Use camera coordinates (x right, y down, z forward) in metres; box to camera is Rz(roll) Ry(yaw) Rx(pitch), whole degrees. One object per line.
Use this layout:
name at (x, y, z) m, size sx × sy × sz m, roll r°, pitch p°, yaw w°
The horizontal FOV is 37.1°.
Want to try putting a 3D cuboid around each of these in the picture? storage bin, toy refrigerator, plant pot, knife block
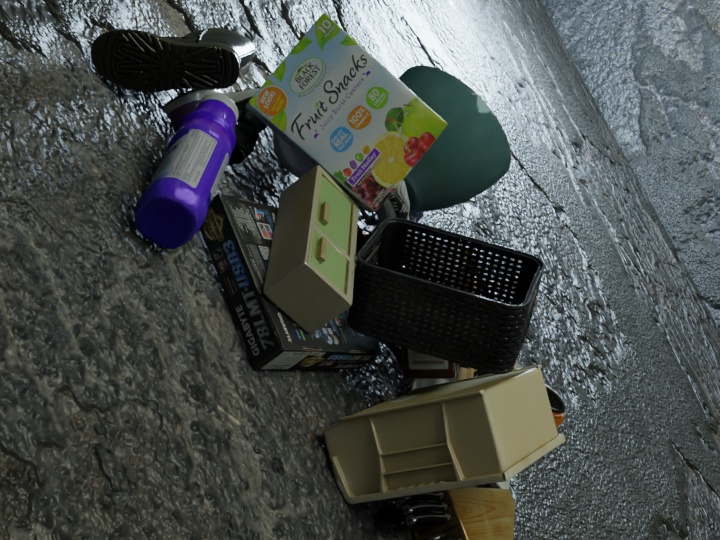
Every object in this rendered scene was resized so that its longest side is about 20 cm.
storage bin at (0.098, 0.027, 1.239) m, size 0.199 × 0.094 × 0.135 m, roll 16°, pitch 30°, yaw 13°
storage bin at (0.093, 0.178, 1.180) m, size 0.200 × 0.198 × 0.094 m, roll -8°, pitch 84°, yaw -62°
toy refrigerator at (-0.050, -0.030, 1.205) m, size 0.076 × 0.070 × 0.200 m, roll 43°, pitch 27°, yaw -24°
plant pot at (0.086, -0.159, 1.470) m, size 0.135 × 0.200 × 0.200 m, roll -45°, pitch 103°, yaw -21°
knife block at (0.097, 0.278, 1.215) m, size 0.176 × 0.064 × 0.200 m, roll 49°, pitch 26°, yaw -16°

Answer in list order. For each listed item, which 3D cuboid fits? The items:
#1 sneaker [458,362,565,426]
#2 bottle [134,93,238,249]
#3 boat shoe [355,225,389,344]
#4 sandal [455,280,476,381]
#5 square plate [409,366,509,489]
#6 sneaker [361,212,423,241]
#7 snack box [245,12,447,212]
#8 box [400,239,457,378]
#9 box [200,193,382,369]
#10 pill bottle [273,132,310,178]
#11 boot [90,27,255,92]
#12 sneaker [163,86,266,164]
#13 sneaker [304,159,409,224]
sneaker at (0.194, 0.146, 1.495) m, size 0.200 × 0.076 × 0.092 m, roll 47°, pitch -4°, yaw 3°
bottle at (-0.177, -0.114, 1.141) m, size 0.065 × 0.084 × 0.200 m, roll 31°, pitch 43°, yaw -16°
boat shoe at (0.000, 0.000, 1.378) m, size 0.201 × 0.061 × 0.072 m, roll 57°, pitch 25°, yaw 3°
sandal at (0.163, 0.107, 1.402) m, size 0.069 × 0.078 × 0.212 m, roll 12°, pitch 54°, yaw 1°
square plate at (0.136, 0.178, 1.446) m, size 0.200 × 0.028 × 0.198 m, roll 48°, pitch 25°, yaw -16°
sneaker at (0.046, -0.045, 1.521) m, size 0.079 × 0.075 × 0.200 m, roll 62°, pitch 30°, yaw -12°
snack box at (-0.016, -0.186, 1.287) m, size 0.200 × 0.142 × 0.053 m, roll 41°, pitch -6°, yaw -10°
box at (0.096, 0.047, 1.408) m, size 0.200 × 0.075 × 0.100 m, roll -80°, pitch 167°, yaw -60°
box at (-0.080, 0.017, 1.229) m, size 0.198 × 0.050 × 0.200 m, roll 10°, pitch 51°, yaw -58°
pill bottle at (-0.042, -0.208, 1.488) m, size 0.116 × 0.116 × 0.200 m, roll 50°, pitch 25°, yaw -13°
boot at (-0.216, -0.261, 1.277) m, size 0.181 × 0.073 × 0.200 m, roll 9°, pitch 23°, yaw -9°
sneaker at (-0.156, -0.170, 1.311) m, size 0.200 × 0.076 × 0.088 m, roll -18°, pitch 84°, yaw -56°
sneaker at (-0.007, -0.124, 1.366) m, size 0.075 × 0.115 × 0.201 m, roll -120°, pitch -163°, yaw -75°
